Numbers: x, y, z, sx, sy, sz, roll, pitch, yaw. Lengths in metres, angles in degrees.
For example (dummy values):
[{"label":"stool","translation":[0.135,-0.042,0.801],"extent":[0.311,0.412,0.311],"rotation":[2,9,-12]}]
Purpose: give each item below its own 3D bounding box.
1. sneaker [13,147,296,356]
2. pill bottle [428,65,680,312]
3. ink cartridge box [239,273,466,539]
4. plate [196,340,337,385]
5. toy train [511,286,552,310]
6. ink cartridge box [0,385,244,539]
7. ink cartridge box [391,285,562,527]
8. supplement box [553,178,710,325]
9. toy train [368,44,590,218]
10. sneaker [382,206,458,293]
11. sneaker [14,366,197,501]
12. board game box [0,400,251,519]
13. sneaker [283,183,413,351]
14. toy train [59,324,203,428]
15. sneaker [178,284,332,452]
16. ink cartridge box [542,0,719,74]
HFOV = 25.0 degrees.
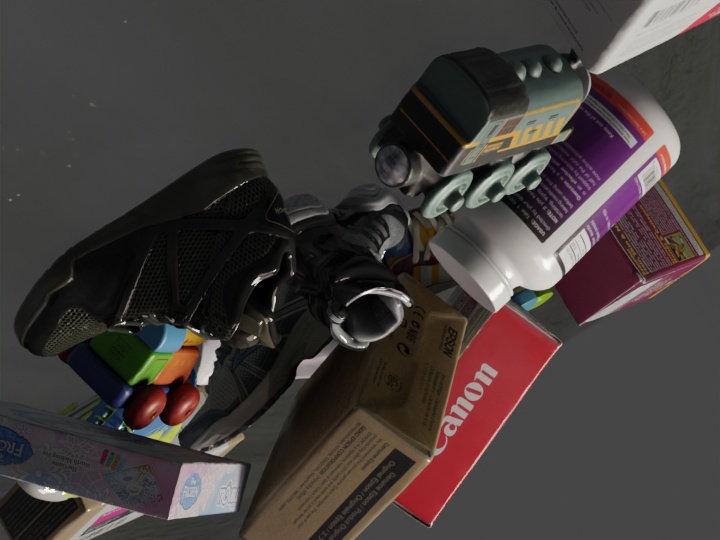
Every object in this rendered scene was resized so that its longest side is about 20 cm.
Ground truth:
[{"label":"sneaker","translation":[-0.124,0.020,1.025],"extent":[0.198,0.115,0.076],"rotation":[-31,167,9]},{"label":"pill bottle","translation":[0.150,-0.064,1.283],"extent":[0.200,0.112,0.113],"rotation":[-44,170,-7]},{"label":"ink cartridge box","translation":[-0.002,0.121,1.287],"extent":[0.165,0.075,0.200],"rotation":[-51,-170,32]},{"label":"plate","translation":[-0.048,0.060,1.459],"extent":[0.198,0.033,0.200],"rotation":[-5,164,-10]},{"label":"toy train","translation":[0.152,-0.010,1.609],"extent":[0.084,0.116,0.200],"rotation":[-35,168,22]},{"label":"ink cartridge box","translation":[-0.236,0.198,1.593],"extent":[0.199,0.076,0.165],"rotation":[-21,166,-40]},{"label":"ink cartridge box","translation":[0.081,0.114,1.430],"extent":[0.201,0.084,0.176],"rotation":[-55,-172,4]},{"label":"supplement box","translation":[0.299,-0.029,1.880],"extent":[0.103,0.132,0.199],"rotation":[-38,166,33]},{"label":"toy train","translation":[0.090,-0.105,1.145],"extent":[0.199,0.085,0.114],"rotation":[-18,153,-51]},{"label":"sneaker","translation":[0.067,-0.025,1.387],"extent":[0.199,0.076,0.090],"rotation":[-30,155,37]},{"label":"sneaker","translation":[-0.210,0.121,1.371],"extent":[0.105,0.076,0.200],"rotation":[-52,167,30]},{"label":"board game box","translation":[-0.197,0.134,1.171],"extent":[0.197,0.044,0.200],"rotation":[12,175,11]},{"label":"sneaker","translation":[0.000,0.000,1.239],"extent":[0.075,0.114,0.200],"rotation":[-45,163,24]},{"label":"toy train","translation":[-0.130,0.046,1.200],"extent":[0.116,0.085,0.200],"rotation":[-49,167,7]},{"label":"sneaker","translation":[-0.087,0.063,1.329],"extent":[0.200,0.086,0.078],"rotation":[-47,177,4]},{"label":"ink cartridge box","translation":[0.203,-0.216,0.939],"extent":[0.144,0.084,0.200],"rotation":[-26,167,-23]}]
